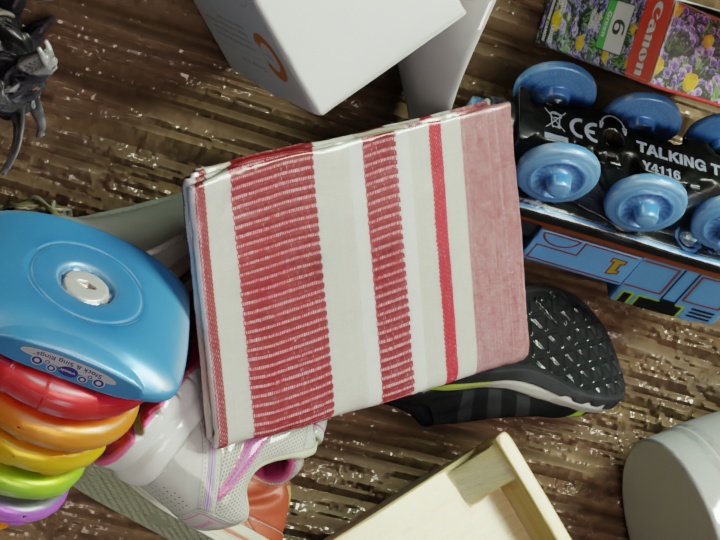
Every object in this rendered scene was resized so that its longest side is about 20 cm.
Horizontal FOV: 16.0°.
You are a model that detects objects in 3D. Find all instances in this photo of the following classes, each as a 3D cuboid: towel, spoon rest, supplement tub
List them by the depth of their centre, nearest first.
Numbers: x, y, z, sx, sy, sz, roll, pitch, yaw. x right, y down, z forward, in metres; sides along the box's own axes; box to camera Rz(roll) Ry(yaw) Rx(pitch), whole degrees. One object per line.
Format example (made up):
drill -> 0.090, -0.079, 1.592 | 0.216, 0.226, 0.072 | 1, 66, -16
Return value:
towel -> 0.000, 0.000, 1.319 | 0.199, 0.023, 0.145 | -15, 108, -32
spoon rest -> 0.029, -0.099, 1.379 | 0.060, 0.099, 0.200 | 30, 102, -15
supplement tub -> 0.271, 0.133, 1.524 | 0.199, 0.132, 0.133 | -16, 111, -18

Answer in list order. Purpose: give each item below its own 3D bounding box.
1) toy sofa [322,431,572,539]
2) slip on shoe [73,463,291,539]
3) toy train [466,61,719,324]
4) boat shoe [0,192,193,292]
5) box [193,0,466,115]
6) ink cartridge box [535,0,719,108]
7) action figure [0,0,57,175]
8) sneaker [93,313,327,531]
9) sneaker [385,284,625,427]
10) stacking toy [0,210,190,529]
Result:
toy sofa -> 0.012, 0.177, 1.409 | 0.199, 0.098, 0.083 | -30, 86, -27
slip on shoe -> -0.117, 0.096, 1.383 | 0.200, 0.074, 0.061 | 34, 67, -27
toy train -> 0.141, -0.042, 1.429 | 0.199, 0.087, 0.114 | 15, 141, -17
boat shoe -> -0.163, 0.000, 1.325 | 0.199, 0.075, 0.069 | -25, 119, -14
box -> -0.051, -0.195, 1.290 | 0.097, 0.124, 0.201 | -35, 116, -12
ink cartridge box -> 0.188, -0.114, 1.376 | 0.108, 0.200, 0.051 | 14, 99, -26
action figure -> -0.195, -0.143, 1.251 | 0.119, 0.102, 0.201 | -48, 117, -37
sneaker -> -0.056, 0.064, 1.357 | 0.088, 0.081, 0.200 | 52, 54, -14
sneaker -> 0.063, 0.051, 1.455 | 0.199, 0.083, 0.072 | 12, 57, -41
stacking toy -> -0.172, 0.081, 1.279 | 0.116, 0.110, 0.201 | 21, 122, -13
